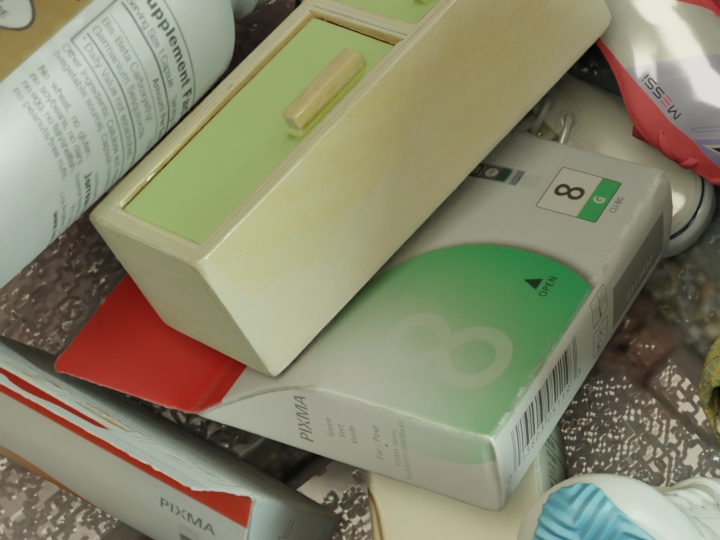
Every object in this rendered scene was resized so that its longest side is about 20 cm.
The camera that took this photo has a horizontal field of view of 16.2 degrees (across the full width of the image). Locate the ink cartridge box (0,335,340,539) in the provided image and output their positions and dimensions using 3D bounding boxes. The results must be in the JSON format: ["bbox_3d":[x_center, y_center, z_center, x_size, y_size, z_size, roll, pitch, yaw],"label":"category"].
[{"bbox_3d":[-0.107,0.075,0.995,0.162,0.200,0.050,27,91,17],"label":"ink cartridge box"}]

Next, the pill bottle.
[{"bbox_3d":[-0.113,-0.093,0.966,0.114,0.114,0.200,34,59,17],"label":"pill bottle"}]

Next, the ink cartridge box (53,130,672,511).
[{"bbox_3d":[0.000,0.000,0.990,0.200,0.050,0.161,18,48,22],"label":"ink cartridge box"}]

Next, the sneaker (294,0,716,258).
[{"bbox_3d":[0.053,-0.064,1.057,0.200,0.071,0.073,26,85,17],"label":"sneaker"}]

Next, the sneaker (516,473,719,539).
[{"bbox_3d":[0.109,0.113,0.942,0.076,0.200,0.081,-12,60,20],"label":"sneaker"}]

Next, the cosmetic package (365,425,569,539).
[{"bbox_3d":[0.052,0.158,0.992,0.073,0.104,0.200,-9,75,9],"label":"cosmetic package"}]

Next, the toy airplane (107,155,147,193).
[{"bbox_3d":[-0.172,-0.113,1.085,0.199,0.141,0.200,3,61,-18],"label":"toy airplane"}]

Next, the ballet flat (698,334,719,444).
[{"bbox_3d":[0.181,0.104,0.953,0.071,0.071,0.200,-24,105,7],"label":"ballet flat"}]

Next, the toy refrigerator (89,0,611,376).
[{"bbox_3d":[-0.003,-0.061,0.964,0.200,0.070,0.076,-46,38,-17],"label":"toy refrigerator"}]

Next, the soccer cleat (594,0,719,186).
[{"bbox_3d":[0.154,-0.056,1.012,0.076,0.067,0.200,-44,78,13],"label":"soccer cleat"}]
